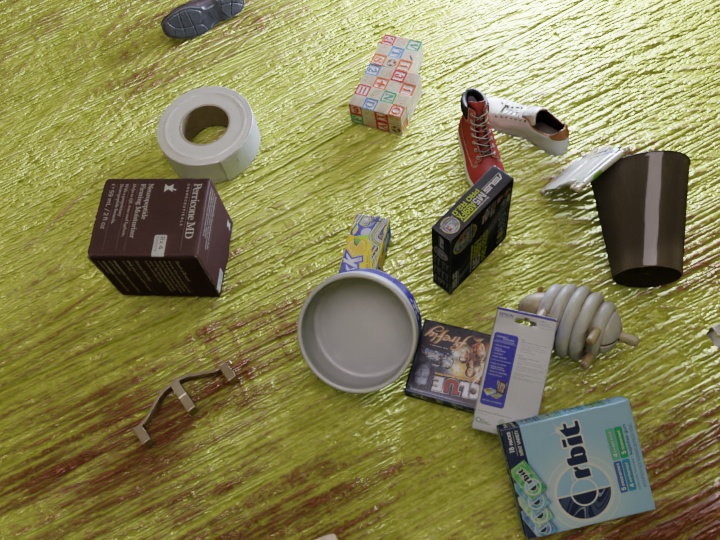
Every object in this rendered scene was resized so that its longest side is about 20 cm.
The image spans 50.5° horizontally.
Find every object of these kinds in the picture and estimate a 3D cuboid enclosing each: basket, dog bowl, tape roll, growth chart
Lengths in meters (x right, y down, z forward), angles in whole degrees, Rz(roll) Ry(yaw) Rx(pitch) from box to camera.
[{"bbox_3d":[0.488,-0.081,1.324,0.180,0.136,0.200,-20,60,49],"label":"basket"},{"bbox_3d":[0.000,0.097,1.270,0.200,0.079,0.200,2,98,13],"label":"dog bowl"},{"bbox_3d":[-0.308,-0.276,1.559,0.202,0.071,0.203,-3,62,5],"label":"tape roll"},{"bbox_3d":[0.402,-0.182,1.373,0.145,0.200,0.018,-37,97,-4],"label":"growth chart"}]

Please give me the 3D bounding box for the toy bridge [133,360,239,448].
[{"bbox_3d":[-0.306,0.220,1.326,0.200,0.027,0.067,-36,63,-12],"label":"toy bridge"}]

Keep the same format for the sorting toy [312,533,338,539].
[{"bbox_3d":[-0.103,0.515,1.125,0.199,0.070,0.200,-19,63,-3],"label":"sorting toy"}]

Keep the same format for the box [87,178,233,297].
[{"bbox_3d":[-0.359,-0.059,1.399,0.200,0.164,0.166,0,63,7],"label":"box"}]

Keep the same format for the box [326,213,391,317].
[{"bbox_3d":[0.000,0.000,1.382,0.070,0.064,0.200,10,65,12],"label":"box"}]

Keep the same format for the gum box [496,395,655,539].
[{"bbox_3d":[0.326,0.298,1.161,0.200,0.045,0.170,-14,89,-1],"label":"gum box"}]

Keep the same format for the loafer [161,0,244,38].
[{"bbox_3d":[-0.362,-0.584,1.735,0.200,0.072,0.063,-27,43,-14],"label":"loafer"}]

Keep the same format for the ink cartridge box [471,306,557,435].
[{"bbox_3d":[0.245,0.163,1.212,0.099,0.039,0.200,13,91,14],"label":"ink cartridge box"}]

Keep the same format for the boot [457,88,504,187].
[{"bbox_3d":[0.228,-0.237,1.432,0.072,0.144,0.200,-15,63,-3],"label":"boot"}]

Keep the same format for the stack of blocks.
[{"bbox_3d":[0.068,-0.386,1.575,0.115,0.059,0.200,18,66,15],"label":"stack of blocks"}]

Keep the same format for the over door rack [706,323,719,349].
[{"bbox_3d":[0.657,0.149,1.214,0.148,0.067,0.200,-26,84,-7],"label":"over door rack"}]

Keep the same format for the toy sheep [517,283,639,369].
[{"bbox_3d":[0.355,0.088,1.256,0.200,0.138,0.138,24,68,22],"label":"toy sheep"}]

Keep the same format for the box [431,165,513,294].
[{"bbox_3d":[0.191,-0.065,1.315,0.044,0.200,0.160,38,72,22],"label":"box"}]

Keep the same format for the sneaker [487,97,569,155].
[{"bbox_3d":[0.320,-0.303,1.489,0.200,0.085,0.073,29,71,21],"label":"sneaker"}]

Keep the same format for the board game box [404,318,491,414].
[{"bbox_3d":[0.188,0.170,1.287,0.200,0.035,0.136,13,66,13],"label":"board game box"}]
